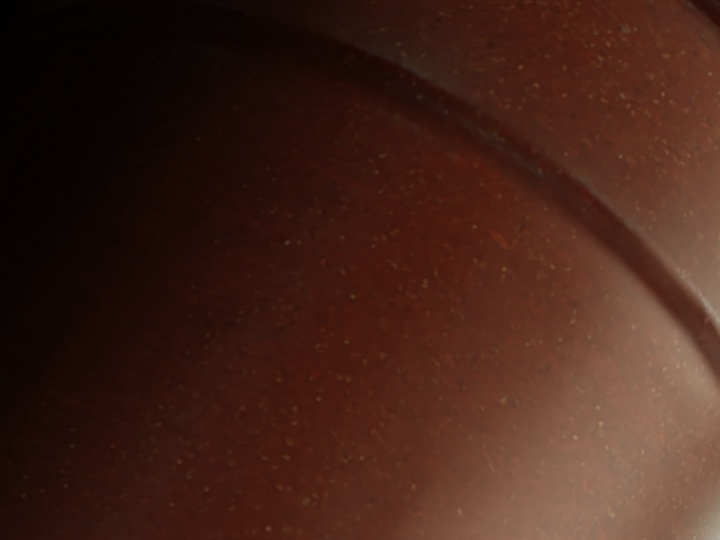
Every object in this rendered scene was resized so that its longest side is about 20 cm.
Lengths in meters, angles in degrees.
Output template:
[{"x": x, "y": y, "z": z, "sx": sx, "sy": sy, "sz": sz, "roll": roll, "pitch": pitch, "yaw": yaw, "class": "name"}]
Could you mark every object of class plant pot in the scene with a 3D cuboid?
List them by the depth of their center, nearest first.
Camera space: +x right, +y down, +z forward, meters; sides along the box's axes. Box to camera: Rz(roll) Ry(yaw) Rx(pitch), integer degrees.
[{"x": -0.025, "y": 0.053, "z": 0.507, "sx": 0.195, "sy": 0.200, "sz": 0.201, "roll": -55, "pitch": 149, "yaw": -33, "class": "plant pot"}]
